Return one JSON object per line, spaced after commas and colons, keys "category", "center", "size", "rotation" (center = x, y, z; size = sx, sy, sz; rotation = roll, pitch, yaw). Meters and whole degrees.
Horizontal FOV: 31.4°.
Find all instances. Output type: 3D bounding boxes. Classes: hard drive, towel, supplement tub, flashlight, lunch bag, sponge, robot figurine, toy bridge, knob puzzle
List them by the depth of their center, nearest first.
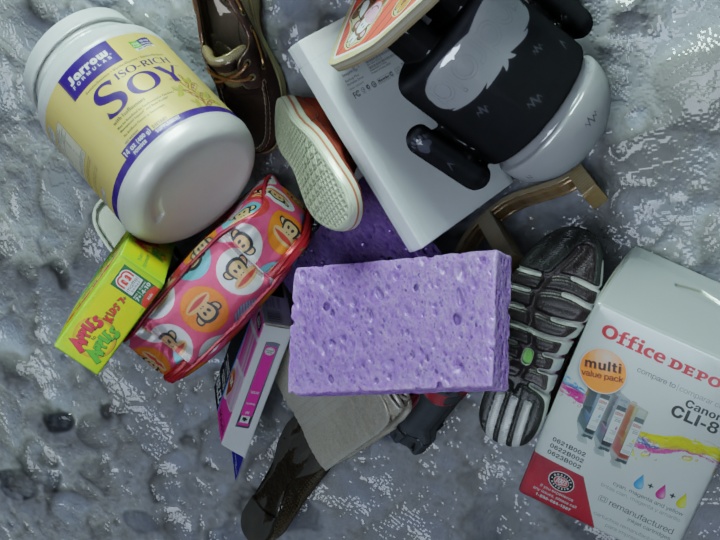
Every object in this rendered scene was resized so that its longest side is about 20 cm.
{"category": "knob puzzle", "center": [0.033, -0.245, 1.014], "size": [0.030, 0.220, 0.220], "rotation": [34, 124, -21]}
{"category": "robot figurine", "center": [0.111, -0.160, 1.051], "size": [0.200, 0.125, 0.150], "rotation": [35, 127, -14]}
{"category": "sponge", "center": [0.030, 0.048, 1.077], "size": [0.200, 0.030, 0.112], "rotation": [-5, 77, 32]}
{"category": "hard drive", "center": [0.038, -0.132, 1.110], "size": [0.027, 0.132, 0.200], "rotation": [-25, 98, 54]}
{"category": "toy bridge", "center": [0.126, -0.026, 1.143], "size": [0.200, 0.067, 0.027], "rotation": [-41, 133, 16]}
{"category": "flashlight", "center": [0.064, 0.106, 1.180], "size": [0.068, 0.068, 0.200], "rotation": [32, 156, 3]}
{"category": "sponge", "center": [0.000, 0.000, 1.188], "size": [0.112, 0.030, 0.200], "rotation": [58, 142, 11]}
{"category": "supplement tub", "center": [-0.209, -0.138, 1.194], "size": [0.200, 0.145, 0.146], "rotation": [46, 124, 24]}
{"category": "lunch bag", "center": [-0.133, 0.001, 1.218], "size": [0.082, 0.176, 0.200], "rotation": [43, 103, -12]}
{"category": "towel", "center": [-0.022, 0.107, 1.219], "size": [0.133, 0.034, 0.200], "rotation": [62, 149, 10]}

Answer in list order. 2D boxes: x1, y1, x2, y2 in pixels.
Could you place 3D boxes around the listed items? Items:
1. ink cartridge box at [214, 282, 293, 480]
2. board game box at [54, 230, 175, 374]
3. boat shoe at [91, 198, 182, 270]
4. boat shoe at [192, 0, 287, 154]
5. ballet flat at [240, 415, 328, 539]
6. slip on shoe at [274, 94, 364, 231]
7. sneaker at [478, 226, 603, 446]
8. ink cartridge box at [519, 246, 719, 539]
{"category": "ink cartridge box", "center": [-0.116, 0.107, 1.298], "size": [0.037, 0.095, 0.200], "rotation": [9, 121, -17]}
{"category": "board game box", "center": [-0.223, 0.016, 1.190], "size": [0.048, 0.200, 0.102], "rotation": [36, 97, -11]}
{"category": "boat shoe", "center": [-0.208, 0.006, 1.323], "size": [0.072, 0.061, 0.202], "rotation": [-26, 100, 2]}
{"category": "boat shoe", "center": [-0.121, -0.200, 1.190], "size": [0.072, 0.072, 0.200], "rotation": [2, 111, 25]}
{"category": "ballet flat", "center": [-0.064, 0.212, 1.349], "size": [0.067, 0.046, 0.200], "rotation": [45, 118, 29]}
{"category": "slip on shoe", "center": [-0.027, -0.101, 1.130], "size": [0.061, 0.200, 0.074], "rotation": [-4, 122, -16]}
{"category": "sneaker", "center": [0.165, 0.056, 1.147], "size": [0.076, 0.115, 0.200], "rotation": [24, 97, 16]}
{"category": "ink cartridge box", "center": [0.249, 0.110, 1.096], "size": [0.145, 0.145, 0.200], "rotation": [24, 117, 15]}
